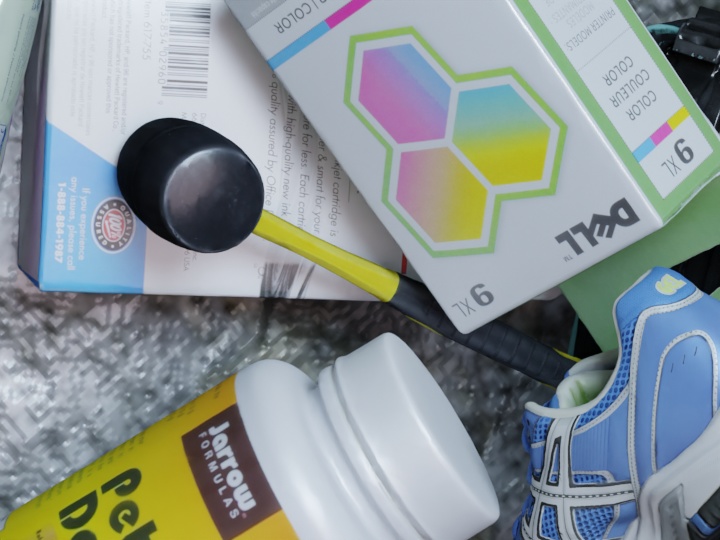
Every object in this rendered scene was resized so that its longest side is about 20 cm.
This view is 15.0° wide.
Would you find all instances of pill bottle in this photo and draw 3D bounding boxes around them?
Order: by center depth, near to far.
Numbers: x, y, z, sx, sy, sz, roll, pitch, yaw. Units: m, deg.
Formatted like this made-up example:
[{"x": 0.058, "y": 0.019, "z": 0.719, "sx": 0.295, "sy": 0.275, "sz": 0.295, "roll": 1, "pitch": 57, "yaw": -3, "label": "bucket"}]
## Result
[{"x": -0.053, "y": 0.106, "z": 0.977, "sx": 0.199, "sy": 0.109, "sz": 0.110, "roll": -32, "pitch": 103, "yaw": 9, "label": "pill bottle"}]

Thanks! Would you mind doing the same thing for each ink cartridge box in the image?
[{"x": 0.054, "y": -0.045, "z": 0.933, "sx": 0.200, "sy": 0.104, "sz": 0.059, "roll": 55, "pitch": 44, "yaw": -6, "label": "ink cartridge box"}, {"x": -0.023, "y": -0.050, "z": 1.017, "sx": 0.199, "sy": 0.068, "sz": 0.117, "roll": 2, "pitch": 96, "yaw": -15, "label": "ink cartridge box"}]

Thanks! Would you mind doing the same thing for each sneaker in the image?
[{"x": 0.090, "y": 0.073, "z": 0.954, "sx": 0.077, "sy": 0.200, "sz": 0.076, "roll": 45, "pitch": 45, "yaw": 11, "label": "sneaker"}]

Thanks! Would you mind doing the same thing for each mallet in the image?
[{"x": 0.000, "y": 0.000, "z": 0.980, "sx": 0.199, "sy": 0.066, "sz": 0.041, "roll": 27, "pitch": 92, "yaw": -31, "label": "mallet"}]

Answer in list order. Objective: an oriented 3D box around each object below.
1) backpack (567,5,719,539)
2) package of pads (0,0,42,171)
[{"x": 0.170, "y": 0.018, "z": 1.023, "sx": 0.153, "sy": 0.175, "sz": 0.201, "roll": 1, "pitch": 110, "yaw": -46, "label": "backpack"}, {"x": -0.224, "y": -0.049, "z": 0.950, "sx": 0.199, "sy": 0.068, "sz": 0.156, "roll": 14, "pitch": 92, "yaw": -5, "label": "package of pads"}]
